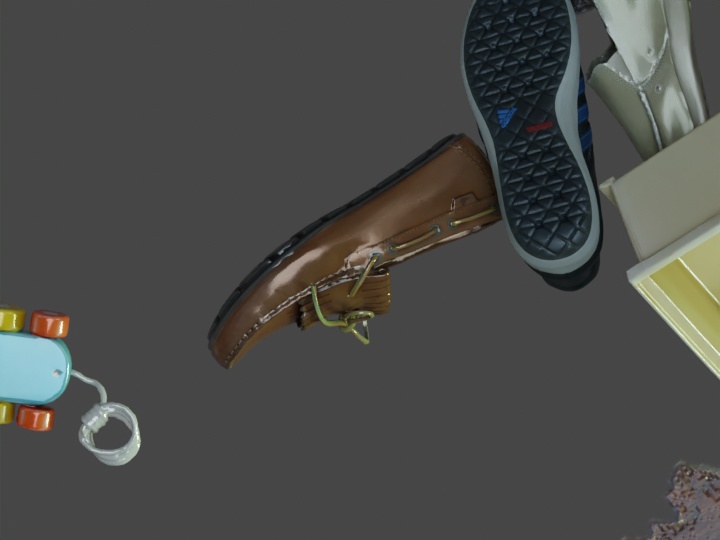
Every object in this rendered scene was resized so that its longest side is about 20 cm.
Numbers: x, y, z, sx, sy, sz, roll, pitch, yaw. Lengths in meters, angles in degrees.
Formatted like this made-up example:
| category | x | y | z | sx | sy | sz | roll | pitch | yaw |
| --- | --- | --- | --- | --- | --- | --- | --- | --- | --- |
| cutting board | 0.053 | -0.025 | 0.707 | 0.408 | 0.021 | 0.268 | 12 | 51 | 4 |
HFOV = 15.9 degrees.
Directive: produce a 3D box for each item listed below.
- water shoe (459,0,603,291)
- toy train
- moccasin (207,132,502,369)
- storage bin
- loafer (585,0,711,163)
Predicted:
| category | x | y | z | sx | sy | sz | roll | pitch | yaw |
| --- | --- | --- | --- | --- | --- | --- | --- | --- | --- |
| water shoe | 0.102 | -0.083 | 1.537 | 0.071 | 0.079 | 0.200 | -8 | 67 | 9 |
| toy train | -0.236 | 0.105 | 1.525 | 0.200 | 0.056 | 0.150 | -31 | 98 | 0 |
| moccasin | 0.000 | 0.000 | 1.535 | 0.201 | 0.074 | 0.078 | -33 | 88 | -13 |
| storage bin | 0.276 | -0.020 | 1.487 | 0.200 | 0.094 | 0.199 | -34 | 128 | 15 |
| loafer | 0.170 | -0.111 | 1.542 | 0.068 | 0.076 | 0.200 | -10 | 98 | 5 |
